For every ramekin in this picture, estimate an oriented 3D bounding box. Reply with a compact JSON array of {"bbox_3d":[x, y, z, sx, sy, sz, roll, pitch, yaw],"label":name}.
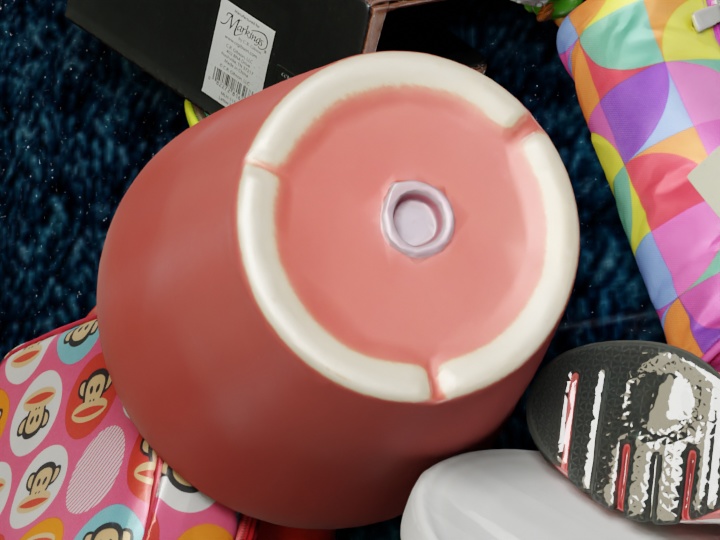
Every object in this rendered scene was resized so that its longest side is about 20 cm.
[{"bbox_3d":[0.099,0.161,1.114,0.202,0.202,0.095,35,113,35],"label":"ramekin"}]

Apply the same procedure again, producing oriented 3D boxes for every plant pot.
[{"bbox_3d":[0.000,0.000,1.154,0.199,0.177,0.202,3,76,-14],"label":"plant pot"}]

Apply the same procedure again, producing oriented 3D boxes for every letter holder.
[{"bbox_3d":[-0.025,-0.138,1.361,0.200,0.142,0.101,34,124,34],"label":"letter holder"}]

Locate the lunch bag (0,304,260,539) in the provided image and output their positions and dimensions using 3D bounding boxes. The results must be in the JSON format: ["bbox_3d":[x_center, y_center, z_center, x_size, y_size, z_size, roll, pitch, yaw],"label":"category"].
[{"bbox_3d":[-0.119,0.085,1.306,0.199,0.082,0.177,-17,52,49],"label":"lunch bag"}]

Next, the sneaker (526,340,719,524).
[{"bbox_3d":[0.167,0.083,1.150,0.199,0.087,0.074,11,80,19],"label":"sneaker"}]

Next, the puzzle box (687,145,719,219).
[{"bbox_3d":[0.237,-0.054,1.043,0.200,0.025,0.133,-42,57,12],"label":"puzzle box"}]

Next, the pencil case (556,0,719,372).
[{"bbox_3d":[0.151,-0.043,1.219,0.088,0.088,0.201,-28,63,20],"label":"pencil case"}]

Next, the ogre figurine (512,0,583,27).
[{"bbox_3d":[0.076,-0.179,1.265,0.120,0.200,0.098,45,110,15],"label":"ogre figurine"}]

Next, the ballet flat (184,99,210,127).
[{"bbox_3d":[-0.028,-0.017,1.335,0.200,0.067,0.067,39,116,33],"label":"ballet flat"}]

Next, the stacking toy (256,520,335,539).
[{"bbox_3d":[-0.059,0.192,1.273,0.085,0.085,0.201,11,74,34],"label":"stacking toy"}]
